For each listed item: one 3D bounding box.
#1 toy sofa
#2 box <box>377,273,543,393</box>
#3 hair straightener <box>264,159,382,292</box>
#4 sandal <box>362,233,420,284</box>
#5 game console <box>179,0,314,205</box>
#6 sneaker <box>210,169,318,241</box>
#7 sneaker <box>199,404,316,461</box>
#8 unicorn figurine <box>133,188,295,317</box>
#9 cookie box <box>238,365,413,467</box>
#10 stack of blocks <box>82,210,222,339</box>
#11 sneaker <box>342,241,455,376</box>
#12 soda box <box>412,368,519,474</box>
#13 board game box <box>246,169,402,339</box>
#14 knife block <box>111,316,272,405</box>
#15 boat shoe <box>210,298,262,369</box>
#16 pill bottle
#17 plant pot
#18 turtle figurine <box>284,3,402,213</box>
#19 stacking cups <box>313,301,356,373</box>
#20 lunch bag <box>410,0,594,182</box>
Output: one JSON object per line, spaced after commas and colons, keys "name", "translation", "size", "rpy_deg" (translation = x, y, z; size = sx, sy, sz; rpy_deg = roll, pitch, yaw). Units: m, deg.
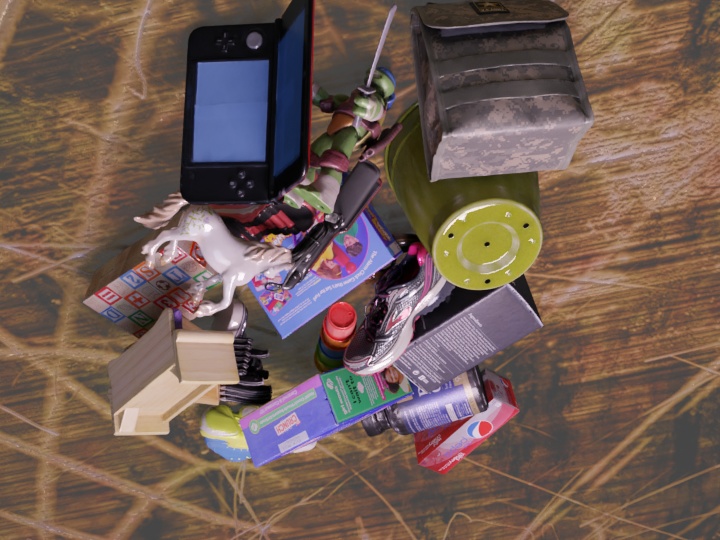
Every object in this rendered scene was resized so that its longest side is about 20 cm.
{"name": "toy sofa", "translation": [-0.241, 0.130, 0.971], "size": [0.082, 0.099, 0.199], "rpy_deg": [8, 146, -41]}
{"name": "box", "translation": [0.133, 0.048, 1.075], "size": [0.198, 0.149, 0.104], "rpy_deg": [-32, 126, 21]}
{"name": "hair straightener", "translation": [-0.046, -0.054, 0.912], "size": [0.200, 0.041, 0.077], "rpy_deg": [-48, 167, -10]}
{"name": "sandal", "translation": [0.000, 0.000, 1.059], "size": [0.197, 0.056, 0.082], "rpy_deg": [-22, 170, 14]}
{"name": "game console", "translation": [-0.120, -0.179, 0.794], "size": [0.168, 0.205, 0.119], "rpy_deg": [0, 172, 9]}
{"name": "sneaker", "translation": [-0.128, -0.086, 0.990], "size": [0.197, 0.088, 0.074], "rpy_deg": [-8, 142, 33]}
{"name": "sneaker", "translation": [-0.174, 0.279, 1.296], "size": [0.196, 0.077, 0.106], "rpy_deg": [14, 140, -8]}
{"name": "unicorn figurine", "translation": [-0.166, -0.017, 0.923], "size": [0.137, 0.074, 0.200], "rpy_deg": [-39, 122, 7]}
{"name": "cookie box", "translation": [-0.046, 0.193, 1.097], "size": [0.170, 0.076, 0.199], "rpy_deg": [-32, 168, 32]}
{"name": "stack of blocks", "translation": [-0.265, 0.015, 1.037], "size": [0.198, 0.059, 0.115], "rpy_deg": [-27, 128, 32]}
{"name": "sneaker", "translation": [0.039, 0.047, 1.011], "size": [0.074, 0.081, 0.201], "rpy_deg": [31, 99, -42]}
{"name": "soda box", "translation": [0.176, 0.260, 1.308], "size": [0.063, 0.071, 0.200], "rpy_deg": [25, 123, -26]}
{"name": "board game box", "translation": [-0.062, -0.021, 1.019], "size": [0.199, 0.045, 0.136], "rpy_deg": [-35, 90, 22]}
{"name": "knife block", "translation": [-0.225, 0.150, 1.088], "size": [0.198, 0.065, 0.175], "rpy_deg": [-26, 128, 31]}
{"name": "boat shoe", "translation": [-0.182, 0.119, 1.159], "size": [0.091, 0.076, 0.201], "rpy_deg": [12, 137, -21]}
{"name": "pill bottle", "translation": [0.096, 0.194, 1.217], "size": [0.196, 0.113, 0.113], "rpy_deg": [-19, 130, 9]}
{"name": "plant pot", "translation": [0.135, -0.087, 0.931], "size": [0.196, 0.195, 0.203], "rpy_deg": [-3, 131, -3]}
{"name": "turtle figurine", "translation": [-0.043, -0.177, 0.857], "size": [0.142, 0.196, 0.200], "rpy_deg": [23, 167, 18]}
{"name": "stacking cups", "translation": [-0.038, 0.096, 1.102], "size": [0.059, 0.062, 0.201], "rpy_deg": [-2, 156, -4]}
{"name": "lunch bag", "translation": [0.143, -0.213, 0.828], "size": [0.160, 0.204, 0.118], "rpy_deg": [-5, 158, -5]}
